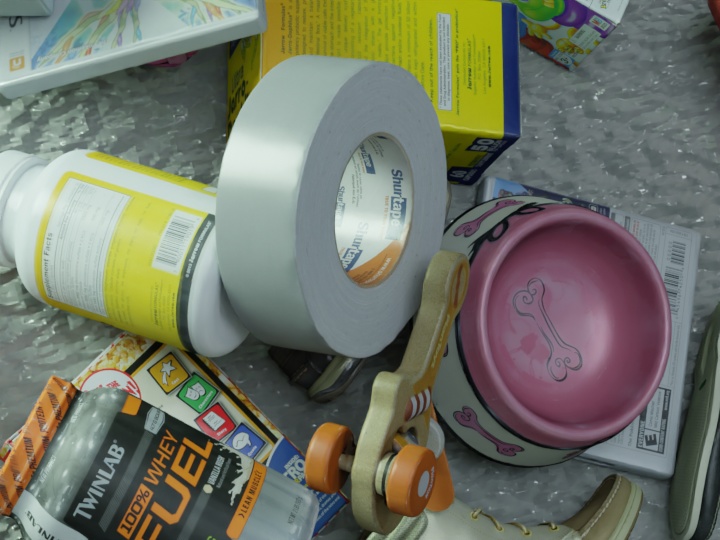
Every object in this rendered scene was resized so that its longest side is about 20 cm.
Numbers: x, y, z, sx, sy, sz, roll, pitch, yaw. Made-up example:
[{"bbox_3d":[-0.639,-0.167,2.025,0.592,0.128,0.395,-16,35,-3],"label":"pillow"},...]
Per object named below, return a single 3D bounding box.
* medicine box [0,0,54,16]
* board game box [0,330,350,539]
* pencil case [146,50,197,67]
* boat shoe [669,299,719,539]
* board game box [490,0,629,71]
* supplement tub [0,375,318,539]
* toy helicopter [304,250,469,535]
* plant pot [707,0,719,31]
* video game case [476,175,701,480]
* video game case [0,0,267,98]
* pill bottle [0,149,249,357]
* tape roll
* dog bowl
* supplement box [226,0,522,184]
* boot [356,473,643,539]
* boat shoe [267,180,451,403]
[{"bbox_3d":[-0.309,-0.289,1.669,0.181,0.103,0.201,0,72,7],"label":"medicine box"},{"bbox_3d":[-0.130,0.146,1.650,0.200,0.046,0.151,46,67,1],"label":"board game box"},{"bbox_3d":[-0.127,-0.242,1.751,0.093,0.091,0.201,26,70,-2],"label":"pencil case"},{"bbox_3d":[0.280,0.115,1.773,0.067,0.072,0.201,21,66,-6],"label":"boat shoe"},{"bbox_3d":[0.115,-0.260,1.822,0.199,0.103,0.105,29,67,-7],"label":"board game box"},{"bbox_3d":[-0.138,0.157,1.553,0.199,0.123,0.123,28,67,-7],"label":"supplement tub"},{"bbox_3d":[0.040,0.085,1.611,0.078,0.132,0.201,12,75,23],"label":"toy helicopter"},{"bbox_3d":[0.391,-0.161,1.842,0.199,0.200,0.178,-16,89,-21],"label":"plant pot"},{"bbox_3d":[0.163,0.043,1.787,0.181,0.023,0.201,14,71,-13],"label":"video game case"},{"bbox_3d":[-0.169,-0.225,1.693,0.199,0.022,0.183,-13,59,11],"label":"video game case"},{"bbox_3d":[-0.167,-0.019,1.625,0.199,0.112,0.112,17,66,21],"label":"pill bottle"},{"bbox_3d":[-0.017,-0.044,1.598,0.066,0.200,0.201,7,64,31],"label":"tape roll"},{"bbox_3d":[0.138,0.041,1.702,0.199,0.074,0.201,3,83,-28],"label":"dog bowl"},{"bbox_3d":[0.008,-0.139,1.749,0.199,0.109,0.110,5,72,-15],"label":"supplement box"},{"bbox_3d":[0.097,0.187,1.695,0.155,0.072,0.200,43,70,1],"label":"boot"},{"bbox_3d":[0.000,0.000,1.722,0.073,0.075,0.201,33,66,-5],"label":"boat shoe"}]
